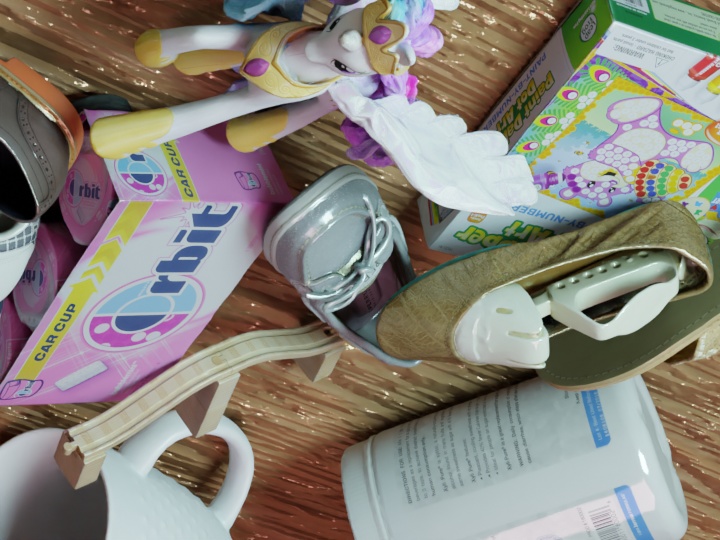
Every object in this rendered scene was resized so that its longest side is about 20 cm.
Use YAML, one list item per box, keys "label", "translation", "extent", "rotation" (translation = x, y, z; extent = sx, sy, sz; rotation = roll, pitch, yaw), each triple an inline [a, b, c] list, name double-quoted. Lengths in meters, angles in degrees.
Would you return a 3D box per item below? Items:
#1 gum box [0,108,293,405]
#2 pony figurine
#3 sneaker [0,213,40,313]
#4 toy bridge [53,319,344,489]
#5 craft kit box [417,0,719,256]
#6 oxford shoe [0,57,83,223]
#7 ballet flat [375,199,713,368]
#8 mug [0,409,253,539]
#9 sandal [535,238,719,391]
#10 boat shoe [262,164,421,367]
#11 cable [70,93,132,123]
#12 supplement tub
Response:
- label: "gum box"
  translation: [-0.139, 0.000, 1.211]
  extent: [0.113, 0.066, 0.200]
  rotation: [-1, 142, -38]
- label: "pony figurine"
  translation: [-0.008, -0.101, 1.074]
  extent: [0.200, 0.167, 0.193]
  rotation: [-9, 178, 39]
- label: "sneaker"
  translation: [-0.261, -0.025, 1.110]
  extent: [0.200, 0.076, 0.081]
  rotation: [10, 121, -42]
- label: "toy bridge"
  translation: [-0.092, 0.071, 1.282]
  extent: [0.200, 0.027, 0.067]
  rotation: [-23, 155, -34]
- label: "craft kit box"
  translation: [0.167, -0.065, 1.243]
  extent: [0.200, 0.049, 0.198]
  rotation: [14, 138, -26]
- label: "oxford shoe"
  translation: [-0.228, -0.097, 1.070]
  extent: [0.200, 0.073, 0.071]
  rotation: [33, 126, -18]
- label: "ballet flat"
  translation: [0.110, 0.018, 1.206]
  extent: [0.200, 0.072, 0.068]
  rotation: [-16, 131, -15]
- label: "mug"
  translation: [-0.146, 0.176, 1.400]
  extent: [0.200, 0.148, 0.175]
  rotation: [-55, 139, 4]
- label: "sandal"
  translation: [0.207, 0.024, 1.266]
  extent: [0.212, 0.078, 0.070]
  rotation: [-36, 129, 21]
- label: "boat shoe"
  translation: [-0.001, 0.001, 1.221]
  extent: [0.074, 0.065, 0.202]
  rotation: [-41, 158, -8]
- label: "cable"
  translation: [-0.214, -0.036, 1.185]
  extent: [0.200, 0.050, 0.097]
  rotation: [-13, 142, 3]
- label: "supplement tub"
  translation: [0.102, 0.143, 1.407]
  extent: [0.200, 0.132, 0.132]
  rotation: [-19, 140, 12]
